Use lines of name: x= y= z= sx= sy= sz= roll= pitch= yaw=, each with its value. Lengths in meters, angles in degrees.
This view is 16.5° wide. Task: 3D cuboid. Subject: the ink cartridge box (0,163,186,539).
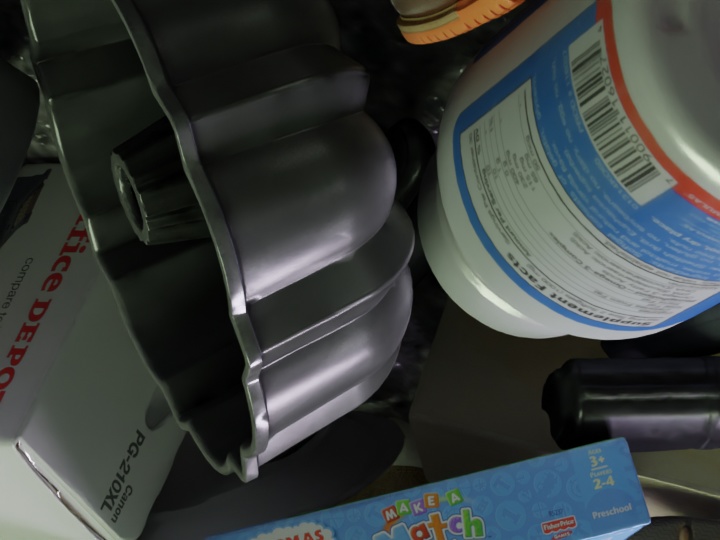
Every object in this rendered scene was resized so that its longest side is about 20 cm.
ink cartridge box: x=-0.166 y=0.034 z=1.035 sx=0.200 sy=0.145 sz=0.084 roll=0 pitch=142 yaw=34

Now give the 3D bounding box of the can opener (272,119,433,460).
can opener: x=0.000 y=0.000 z=0.944 sx=0.063 sy=0.079 sz=0.200 roll=-9 pitch=154 yaw=-34

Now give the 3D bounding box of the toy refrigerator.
toy refrigerator: x=0.126 y=0.065 z=0.973 sx=0.200 sy=0.070 sz=0.076 roll=14 pitch=157 yaw=15

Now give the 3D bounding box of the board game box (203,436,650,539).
board game box: x=0.012 y=0.113 z=0.926 sx=0.151 sy=0.037 sz=0.200 roll=-13 pitch=166 yaw=-10

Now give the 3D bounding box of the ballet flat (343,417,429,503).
ballet flat: x=-0.005 y=0.105 z=1.121 sx=0.068 sy=0.072 sz=0.200 roll=29 pitch=152 yaw=-35

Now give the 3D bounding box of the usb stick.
usb stick: x=0.164 y=0.045 z=0.878 sx=0.199 sy=0.033 sz=0.055 roll=-1 pitch=165 yaw=-2

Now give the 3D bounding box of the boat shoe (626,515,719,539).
boat shoe: x=0.178 y=0.152 z=0.946 sx=0.200 sy=0.076 sz=0.072 roll=27 pitch=172 yaw=-5

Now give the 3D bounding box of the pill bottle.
pill bottle: x=0.090 y=-0.042 z=0.763 sx=0.112 sy=0.112 sz=0.200 roll=28 pitch=159 yaw=-11

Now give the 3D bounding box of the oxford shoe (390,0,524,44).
oxford shoe: x=0.054 y=-0.132 z=0.707 sx=0.073 sy=0.071 sz=0.200 roll=46 pitch=143 yaw=-3

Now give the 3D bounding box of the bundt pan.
bundt pan: x=-0.044 y=-0.037 z=0.826 sx=0.202 sy=0.076 sz=0.202 roll=57 pitch=160 yaw=33

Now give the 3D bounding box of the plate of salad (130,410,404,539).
plate of salad: x=-0.076 y=0.104 z=1.064 sx=0.200 sy=0.200 sz=0.048 roll=-4 pitch=105 yaw=38

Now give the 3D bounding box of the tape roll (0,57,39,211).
tape roll: x=-0.200 y=-0.004 z=0.915 sx=0.066 sy=0.201 sz=0.200 roll=34 pitch=149 yaw=-18

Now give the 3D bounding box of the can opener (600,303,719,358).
can opener: x=0.144 y=0.000 z=0.853 sx=0.079 sy=0.063 sz=0.200 roll=33 pitch=149 yaw=-20
